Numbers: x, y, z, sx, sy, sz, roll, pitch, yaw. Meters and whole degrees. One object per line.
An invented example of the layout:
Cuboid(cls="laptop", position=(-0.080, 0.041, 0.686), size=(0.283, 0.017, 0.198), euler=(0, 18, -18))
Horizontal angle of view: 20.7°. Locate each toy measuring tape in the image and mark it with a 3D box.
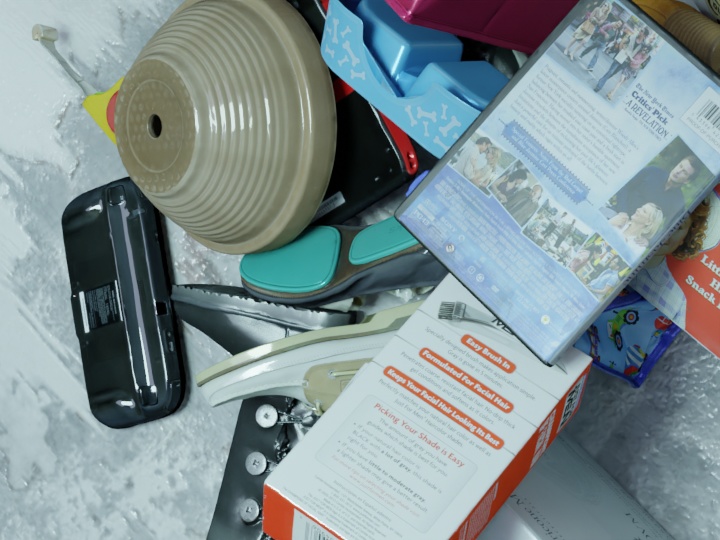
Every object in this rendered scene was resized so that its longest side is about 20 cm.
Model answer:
Cuboid(cls="toy measuring tape", position=(-0.192, -0.152, 1.600), size=(0.074, 0.073, 0.200), euler=(-50, 65, 19))

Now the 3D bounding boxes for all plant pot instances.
Cuboid(cls="plant pot", position=(-0.116, -0.109, 1.449), size=(0.200, 0.092, 0.203), euler=(7, 100, 45))

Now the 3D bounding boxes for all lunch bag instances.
Cuboid(cls="lunch bag", position=(0.121, -0.002, 1.318), size=(0.151, 0.199, 0.094), euler=(44, 110, 25))

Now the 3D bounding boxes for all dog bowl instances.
Cuboid(cls="dog bowl", position=(0.051, -0.131, 1.350), size=(0.200, 0.111, 0.050), euler=(42, 121, 29))

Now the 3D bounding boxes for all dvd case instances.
Cuboid(cls="dvd case", position=(0.133, -0.062, 1.207), size=(0.143, 0.018, 0.200), euler=(44, 97, 22))

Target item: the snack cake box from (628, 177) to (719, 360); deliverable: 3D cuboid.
Cuboid(cls="snack cake box", position=(0.207, -0.043, 1.251), size=(0.200, 0.067, 0.116), euler=(42, 132, 21))

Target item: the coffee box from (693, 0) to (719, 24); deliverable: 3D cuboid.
Cuboid(cls="coffee box", position=(0.293, -0.145, 1.260), size=(0.079, 0.113, 0.201), euler=(-29, 71, -1))

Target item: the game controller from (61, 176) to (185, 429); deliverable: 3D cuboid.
Cuboid(cls="game controller", position=(-0.196, 0.027, 1.616), size=(0.104, 0.042, 0.202), euler=(-19, 77, 44))

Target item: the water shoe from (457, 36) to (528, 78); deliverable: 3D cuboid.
Cuboid(cls="water shoe", position=(0.037, -0.175, 1.451), size=(0.200, 0.079, 0.072), euler=(37, 106, 28))

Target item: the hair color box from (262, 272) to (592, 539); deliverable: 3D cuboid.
Cuboid(cls="hair color box", position=(0.042, 0.106, 1.204), size=(0.110, 0.200, 0.064), euler=(32, 149, 18))

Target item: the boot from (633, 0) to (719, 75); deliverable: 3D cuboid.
Cuboid(cls="boot", position=(0.219, -0.092, 1.342), size=(0.144, 0.070, 0.203), euler=(34, 142, 57))

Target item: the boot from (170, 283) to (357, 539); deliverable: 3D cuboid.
Cuboid(cls="boot", position=(-0.089, 0.119, 1.525), size=(0.164, 0.065, 0.202), euler=(11, 97, 30))

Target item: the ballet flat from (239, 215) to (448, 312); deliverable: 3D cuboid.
Cuboid(cls="ballet flat", position=(0.000, 0.000, 1.454), size=(0.199, 0.073, 0.074), euler=(-13, 81, 36))

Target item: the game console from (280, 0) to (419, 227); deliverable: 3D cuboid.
Cuboid(cls="game console", position=(-0.053, -0.114, 1.493), size=(0.200, 0.031, 0.178), euler=(-31, 85, 45))

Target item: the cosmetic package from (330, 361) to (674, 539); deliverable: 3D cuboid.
Cuboid(cls="cosmetic package", position=(0.083, 0.170, 1.333), size=(0.199, 0.199, 0.123), euler=(45, 110, 25))

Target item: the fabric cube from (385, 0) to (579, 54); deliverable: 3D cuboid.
Cuboid(cls="fabric cube", position=(0.083, -0.295, 1.361), size=(0.196, 0.199, 0.200), euler=(48, 113, 24))

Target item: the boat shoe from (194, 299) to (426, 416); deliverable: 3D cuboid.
Cuboid(cls="boat shoe", position=(-0.020, 0.075, 1.436), size=(0.198, 0.075, 0.069), euler=(-15, 88, -1))
